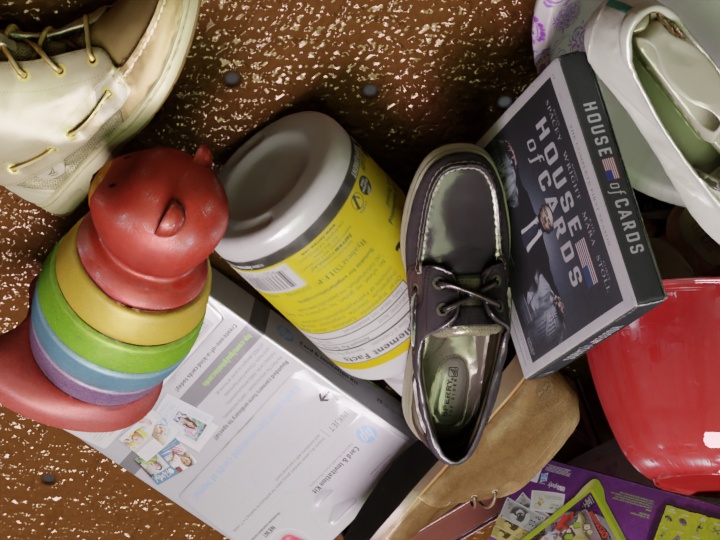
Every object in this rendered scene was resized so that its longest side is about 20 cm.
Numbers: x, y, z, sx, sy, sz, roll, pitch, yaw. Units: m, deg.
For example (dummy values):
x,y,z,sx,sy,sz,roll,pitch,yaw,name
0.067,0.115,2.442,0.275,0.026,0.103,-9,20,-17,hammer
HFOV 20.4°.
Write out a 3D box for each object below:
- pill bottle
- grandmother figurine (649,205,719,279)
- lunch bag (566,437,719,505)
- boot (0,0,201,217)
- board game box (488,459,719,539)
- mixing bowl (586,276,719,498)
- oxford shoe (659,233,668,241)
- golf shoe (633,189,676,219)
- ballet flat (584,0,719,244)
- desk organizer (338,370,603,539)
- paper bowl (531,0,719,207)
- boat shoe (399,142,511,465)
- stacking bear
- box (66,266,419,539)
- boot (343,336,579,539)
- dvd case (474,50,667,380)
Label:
x,y,z,sx,sy,sz,roll,pitch,yaw,name
0.000,0.000,1.284,0.111,0.111,0.200,-32,126,18,pill bottle
0.249,-0.005,1.298,0.121,0.061,0.200,-31,159,21,grandmother figurine
0.214,0.197,1.347,0.200,0.170,0.127,-28,134,18,lunch bag
-0.197,-0.129,1.177,0.155,0.073,0.200,21,129,-27,boot
0.158,0.194,1.290,0.032,0.200,0.120,35,75,-37,board game box
0.228,0.079,1.225,0.199,0.109,0.200,5,165,1,mixing bowl
0.230,0.059,1.387,0.071,0.073,0.200,-9,129,0,oxford shoe
0.261,-0.066,1.291,0.199,0.077,0.088,-20,135,9,golf shoe
0.199,-0.071,1.109,0.069,0.069,0.200,-37,100,21,ballet flat
0.064,0.137,1.420,0.200,0.072,0.077,-33,136,18,desk organizer
0.209,-0.143,1.173,0.200,0.104,0.201,16,133,18,paper bowl
0.061,0.024,1.216,0.072,0.065,0.201,-1,112,-14,boat shoe
-0.142,0.002,1.220,0.114,0.122,0.200,32,136,-2,stacking bear
-0.079,0.106,1.376,0.200,0.041,0.156,36,117,-13,box
0.065,0.140,1.322,0.075,0.074,0.200,41,96,-17,boot
0.116,-0.027,1.199,0.025,0.151,0.200,-14,169,-16,dvd case
